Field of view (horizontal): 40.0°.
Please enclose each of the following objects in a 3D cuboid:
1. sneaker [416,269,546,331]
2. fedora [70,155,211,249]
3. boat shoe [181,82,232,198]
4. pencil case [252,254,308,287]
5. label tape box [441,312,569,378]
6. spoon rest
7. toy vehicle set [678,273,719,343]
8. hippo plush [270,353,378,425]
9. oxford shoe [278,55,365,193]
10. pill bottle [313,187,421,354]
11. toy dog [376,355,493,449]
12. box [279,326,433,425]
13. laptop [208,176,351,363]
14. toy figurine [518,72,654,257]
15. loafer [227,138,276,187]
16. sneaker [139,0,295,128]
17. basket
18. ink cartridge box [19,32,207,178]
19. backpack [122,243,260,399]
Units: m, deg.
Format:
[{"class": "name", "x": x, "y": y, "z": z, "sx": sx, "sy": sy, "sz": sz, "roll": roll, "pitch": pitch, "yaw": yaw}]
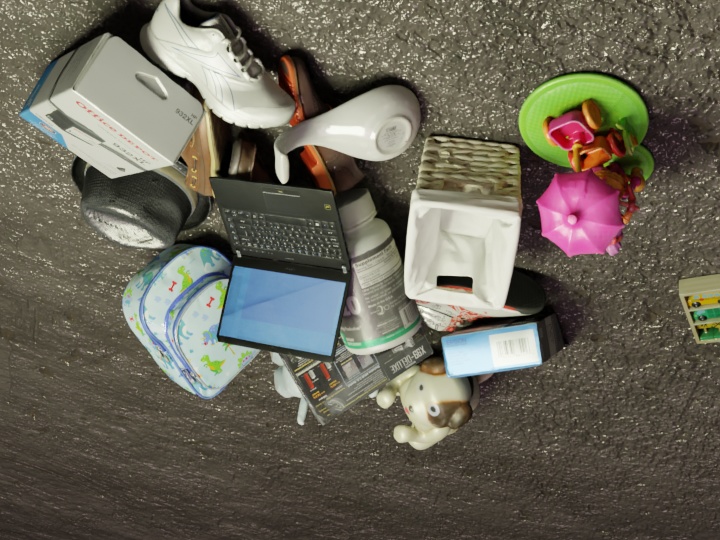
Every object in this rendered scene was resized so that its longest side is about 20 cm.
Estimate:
[{"class": "sneaker", "x": 0.163, "y": 0.045, "z": 1.430, "sx": 0.199, "sy": 0.068, "sz": 0.108, "roll": 10, "pitch": 145, "yaw": 8}, {"class": "fedora", "x": -0.311, "y": -0.087, "z": 1.361, "sx": 0.199, "sy": 0.092, "sz": 0.201, "roll": 8, "pitch": 144, "yaw": 6}, {"class": "boat shoe", "x": -0.202, "y": -0.162, "z": 1.250, "sx": 0.067, "sy": 0.072, "sz": 0.201, "roll": 8, "pitch": 146, "yaw": 2}, {"class": "pencil case", "x": -0.108, "y": 0.008, "z": 1.397, "sx": 0.085, "sy": 0.084, "sz": 0.200, "roll": 35, "pitch": 166, "yaw": 10}, {"class": "label tape box", "x": 0.219, "y": 0.105, "z": 1.468, "sx": 0.143, "sy": 0.064, "sz": 0.200, "roll": -10, "pitch": 180, "yaw": 23}, {"class": "spoon rest", "x": -0.016, "y": -0.159, "z": 1.155, "sx": 0.199, "sy": 0.061, "sz": 0.100, "roll": -20, "pitch": 135, "yaw": -24}, {"class": "toy vehicle set", "x": 0.548, "y": 0.045, "z": 1.351, "sx": 0.198, "sy": 0.027, "sz": 0.124, "roll": -10, "pitch": 139, "yaw": 27}, {"class": "hippo plush", "x": -0.050, "y": 0.127, "z": 1.551, "sx": 0.159, "sy": 0.161, "sz": 0.200, "roll": -8, "pitch": -171, "yaw": -15}, {"class": "oxford shoe", "x": -0.047, "y": -0.181, "z": 1.204, "sx": 0.072, "sy": 0.071, "sz": 0.201, "roll": -25, "pitch": 132, "yaw": -7}, {"class": "pill bottle", "x": 0.000, "y": 0.000, "z": 1.320, "sx": 0.112, "sy": 0.113, "sz": 0.201, "roll": -11, "pitch": 109, "yaw": 29}, {"class": "toy dog", "x": 0.125, "y": 0.202, "z": 1.542, "sx": 0.192, "sy": 0.141, "sz": 0.200, "roll": -14, "pitch": 171, "yaw": 4}, {"class": "box", "x": -0.013, "y": 0.101, "z": 1.425, "sx": 0.158, "sy": 0.199, "sz": 0.050, "roll": 61, "pitch": 169, "yaw": -21}, {"class": "laptop", "x": -0.111, "y": -0.002, "z": 1.239, "sx": 0.176, "sy": 0.104, "sz": 0.201, "roll": 8, "pitch": 135, "yaw": 22}, {"class": "toy figurine", "x": 0.262, "y": -0.089, "z": 1.120, "sx": 0.149, "sy": 0.185, "sz": 0.200, "roll": -20, "pitch": 134, "yaw": 37}, {"class": "loafer", "x": -0.129, "y": -0.106, "z": 1.315, "sx": 0.070, "sy": 0.074, "sz": 0.200, "roll": 1, "pitch": 153, "yaw": 7}, {"class": "sneaker", "x": -0.156, "y": -0.236, "z": 1.115, "sx": 0.199, "sy": 0.075, "sz": 0.087, "roll": 34, "pitch": 132, "yaw": -5}, {"class": "basket", "x": 0.131, "y": -0.060, "z": 1.248, "sx": 0.134, "sy": 0.124, "sz": 0.201, "roll": 8, "pitch": 145, "yaw": 5}, {"class": "ink cartridge box", "x": -0.298, "y": -0.189, "z": 1.176, "sx": 0.145, "sy": 0.084, "sz": 0.199, "roll": 37, "pitch": 159, "yaw": -29}, {"class": "backpack", "x": -0.234, "y": 0.065, "z": 1.454, "sx": 0.200, "sy": 0.183, "sz": 0.147, "roll": 53, "pitch": 159, "yaw": -22}]
